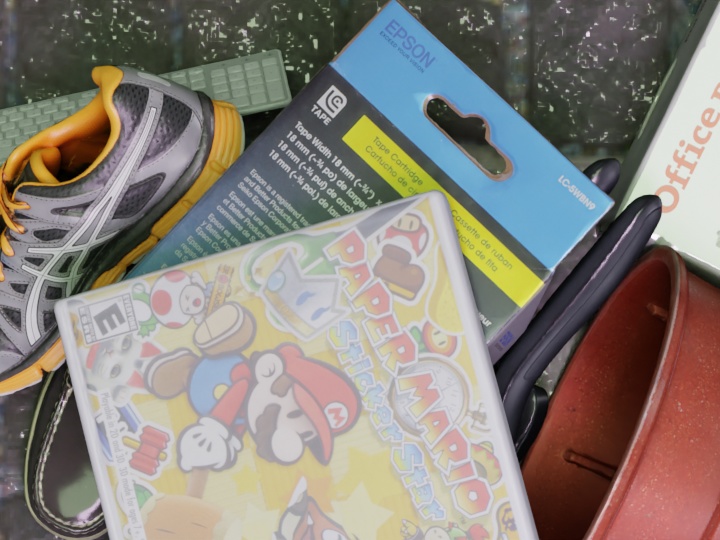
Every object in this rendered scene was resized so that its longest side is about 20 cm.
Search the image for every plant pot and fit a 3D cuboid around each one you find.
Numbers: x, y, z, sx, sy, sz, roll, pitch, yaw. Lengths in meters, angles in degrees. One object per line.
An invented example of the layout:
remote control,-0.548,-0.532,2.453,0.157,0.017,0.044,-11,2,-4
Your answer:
plant pot,0.186,0.118,1.331,0.195,0.201,0.201,24,87,-7

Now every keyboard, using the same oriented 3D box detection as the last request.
keyboard,-0.133,-0.073,1.400,0.200,0.056,0.011,-13,116,-1

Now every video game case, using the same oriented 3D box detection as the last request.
video game case,-0.025,0.084,1.258,0.182,0.023,0.200,-16,79,8

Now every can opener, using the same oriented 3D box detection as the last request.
can opener,0.071,0.032,1.356,0.063,0.079,0.200,34,112,11

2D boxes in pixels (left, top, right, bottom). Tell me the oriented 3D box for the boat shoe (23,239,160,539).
boat shoe,-0.107,0.036,1.387,0.073,0.065,0.200,24,87,0

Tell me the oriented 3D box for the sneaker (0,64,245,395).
sneaker,-0.145,-0.022,1.359,0.077,0.078,0.200,33,108,-36

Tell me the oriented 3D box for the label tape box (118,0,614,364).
label tape box,0.000,0.000,1.310,0.144,0.063,0.200,44,91,13

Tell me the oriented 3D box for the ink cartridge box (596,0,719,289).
ink cartridge box,0.233,-0.040,1.385,0.200,0.083,0.147,26,88,1
